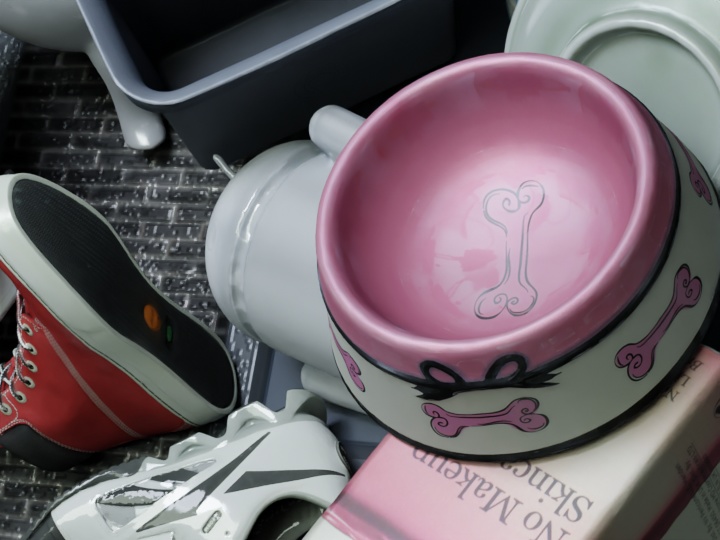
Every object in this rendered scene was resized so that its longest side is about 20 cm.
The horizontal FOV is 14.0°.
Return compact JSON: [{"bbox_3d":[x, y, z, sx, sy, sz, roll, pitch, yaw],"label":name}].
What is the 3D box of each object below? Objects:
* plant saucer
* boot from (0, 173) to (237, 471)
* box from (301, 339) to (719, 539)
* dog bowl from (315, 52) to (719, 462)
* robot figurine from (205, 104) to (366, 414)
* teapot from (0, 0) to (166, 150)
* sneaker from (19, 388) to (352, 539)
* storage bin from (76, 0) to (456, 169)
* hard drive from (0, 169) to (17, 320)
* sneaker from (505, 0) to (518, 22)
[{"bbox_3d":[0.149,-0.079,1.442,0.200,0.050,0.201,12,112,30],"label":"plant saucer"},{"bbox_3d":[-0.179,0.036,1.574,0.144,0.200,0.073,-20,43,25],"label":"boot"},{"bbox_3d":[0.083,0.115,1.388,0.128,0.109,0.200,30,73,34],"label":"box"},{"bbox_3d":[0.067,-0.015,1.365,0.200,0.074,0.201,-11,55,16],"label":"dog bowl"},{"bbox_3d":[0.000,0.000,1.525,0.200,0.113,0.170,24,121,34],"label":"robot figurine"},{"bbox_3d":[-0.164,-0.205,1.679,0.197,0.146,0.200,24,66,5],"label":"teapot"},{"bbox_3d":[-0.095,0.144,1.536,0.200,0.074,0.089,-29,54,5],"label":"sneaker"},{"bbox_3d":[-0.045,-0.149,1.558,0.200,0.134,0.146,-25,66,-3],"label":"storage bin"},{"bbox_3d":[-0.245,0.042,1.670,0.200,0.027,0.132,-54,18,6],"label":"hard drive"},{"bbox_3d":[0.089,-0.172,1.556,0.200,0.075,0.087,32,98,35],"label":"sneaker"}]
